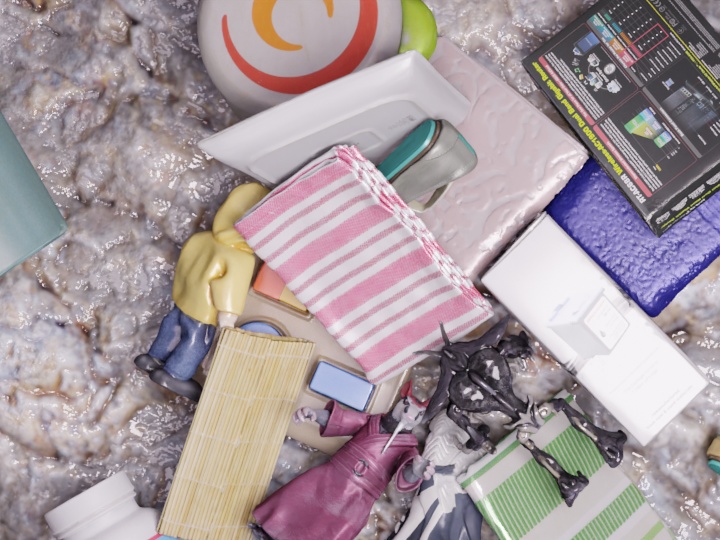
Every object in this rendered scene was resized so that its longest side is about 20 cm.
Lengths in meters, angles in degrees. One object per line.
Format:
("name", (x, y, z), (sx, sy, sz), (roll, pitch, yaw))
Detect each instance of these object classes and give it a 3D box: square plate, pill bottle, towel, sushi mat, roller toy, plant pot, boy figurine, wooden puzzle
("square plate", (-0.014, -0.116, 1.506), (0.198, 0.200, 0.028), (-22, 76, 13))
("pill bottle", (-0.201, 0.287, 1.600), (0.109, 0.109, 0.200), (-30, 88, 3))
("towel", (0.192, 0.225, 1.581), (0.152, 0.023, 0.200), (-35, 88, -32))
("sushi mat", (-0.111, 0.149, 1.579), (0.096, 0.012, 0.200), (12, 101, -34))
("roller toy", (-0.048, -0.205, 1.575), (0.182, 0.140, 0.200), (-44, 77, -2))
("plant pot", (-0.376, -0.074, 1.580), (0.200, 0.200, 0.196), (-34, 95, 3))
("towel", (0.073, -0.085, 1.587), (0.200, 0.032, 0.191), (-47, 62, 2))
("towel", (0.000, 0.000, 1.522), (0.146, 0.030, 0.200), (-34, 102, 36))
("boy figurine", (-0.134, 0.012, 1.599), (0.064, 0.124, 0.200), (26, 92, -34))
("wooden puzzle", (-0.039, 0.057, 1.621), (0.185, 0.046, 0.200), (23, 92, 3))
("towel", (0.283, -0.073, 1.603), (0.200, 0.050, 0.148), (-45, 80, 3))

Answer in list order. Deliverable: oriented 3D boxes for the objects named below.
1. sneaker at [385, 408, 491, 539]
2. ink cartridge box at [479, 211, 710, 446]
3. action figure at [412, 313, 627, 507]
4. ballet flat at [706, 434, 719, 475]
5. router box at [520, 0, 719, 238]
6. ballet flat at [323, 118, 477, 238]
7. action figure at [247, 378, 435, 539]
("sneaker", (0.057, 0.230, 1.600), (0.130, 0.079, 0.199), (-33, 50, 41))
("ink cartridge box", (0.201, 0.049, 1.555), (0.200, 0.146, 0.086), (44, 93, 3))
("action figure", (0.126, 0.114, 1.520), (0.200, 0.102, 0.119), (40, 87, -10))
("ballet flat", (0.403, 0.206, 1.584), (0.200, 0.069, 0.063), (40, 78, 2))
("router box", (0.258, -0.151, 1.556), (0.150, 0.062, 0.200), (-37, 65, 6))
("ballet flat", (0.020, -0.061, 1.541), (0.064, 0.067, 0.200), (38, 131, -25))
("action figure", (0.002, 0.187, 1.571), (0.134, 0.149, 0.200), (39, 80, 26))
